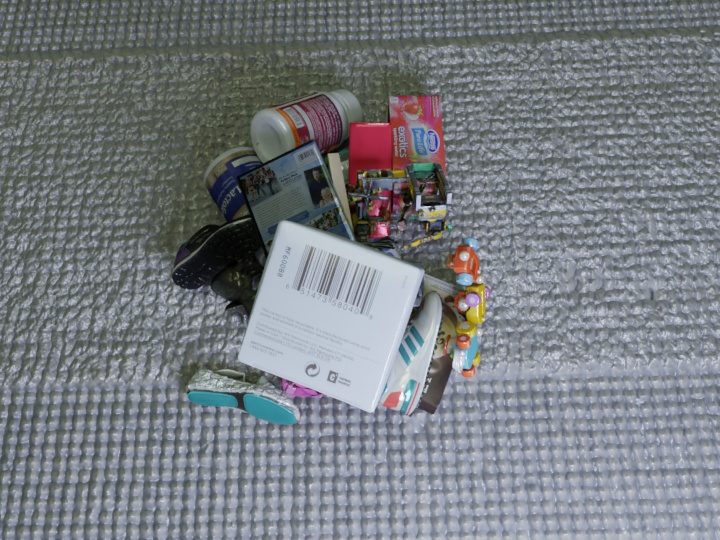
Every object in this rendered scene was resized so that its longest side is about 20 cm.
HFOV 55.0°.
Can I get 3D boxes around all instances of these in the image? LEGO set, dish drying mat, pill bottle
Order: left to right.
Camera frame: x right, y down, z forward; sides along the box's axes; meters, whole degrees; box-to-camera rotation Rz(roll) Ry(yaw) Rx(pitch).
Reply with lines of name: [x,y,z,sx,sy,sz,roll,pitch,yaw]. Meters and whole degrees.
pill bottle: [-0.185,-0.111,1.230,0.115,0.116,0.201,-32,71,-10]
pill bottle: [-0.093,-0.260,1.251,0.110,0.110,0.199,46,48,17]
dish drying mat: [0.016,-0.156,1.212,0.076,0.018,0.203,-1,101,-6]
LEGO set: [0.069,-0.093,1.139,0.197,0.155,0.117,3,38,-10]

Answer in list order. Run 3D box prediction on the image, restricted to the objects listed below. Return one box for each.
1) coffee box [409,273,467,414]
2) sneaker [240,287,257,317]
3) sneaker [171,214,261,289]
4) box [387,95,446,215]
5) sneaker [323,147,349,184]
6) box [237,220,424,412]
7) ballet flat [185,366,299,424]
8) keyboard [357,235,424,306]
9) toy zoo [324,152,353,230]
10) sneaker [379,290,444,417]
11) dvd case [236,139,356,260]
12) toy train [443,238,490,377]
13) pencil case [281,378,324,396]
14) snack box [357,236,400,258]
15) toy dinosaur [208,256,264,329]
coffee box: [0.110,0.121,1.150,0.112,0.080,0.202,21,72,8]
sneaker: [-0.106,0.016,1.116,0.199,0.076,0.091,-35,77,-29]
sneaker: [-0.241,-0.055,1.163,0.199,0.076,0.088,-29,45,20]
box: [0.102,-0.212,1.267,0.098,0.096,0.203,-1,69,0]
sneaker: [-0.039,-0.187,1.282,0.197,0.078,0.092,-7,30,11]
box: [-0.034,0.057,0.959,0.197,0.171,0.202,19,94,6]
ballet flat: [-0.190,0.198,1.143,0.197,0.072,0.073,12,70,6]
keyboard: [0.000,0.000,1.088,0.197,0.021,0.129,-2,63,-5]
toy zoo: [-0.058,-0.100,1.179,0.020,0.200,0.133,-7,77,-17]
sneaker: [0.068,0.118,1.071,0.092,0.070,0.202,16,74,2]
dvd case: [-0.099,-0.088,1.080,0.141,0.018,0.202,-24,76,7]
toy train: [0.151,0.060,1.063,0.055,0.150,0.203,3,75,26]
pencil case: [-0.103,0.110,1.160,0.093,0.091,0.202,4,62,-34]
snack box: [0.008,-0.053,1.249,0.071,0.024,0.201,-29,71,-10]
toy dinosaur: [-0.230,0.007,1.205,0.102,0.077,0.200,-47,67,3]
